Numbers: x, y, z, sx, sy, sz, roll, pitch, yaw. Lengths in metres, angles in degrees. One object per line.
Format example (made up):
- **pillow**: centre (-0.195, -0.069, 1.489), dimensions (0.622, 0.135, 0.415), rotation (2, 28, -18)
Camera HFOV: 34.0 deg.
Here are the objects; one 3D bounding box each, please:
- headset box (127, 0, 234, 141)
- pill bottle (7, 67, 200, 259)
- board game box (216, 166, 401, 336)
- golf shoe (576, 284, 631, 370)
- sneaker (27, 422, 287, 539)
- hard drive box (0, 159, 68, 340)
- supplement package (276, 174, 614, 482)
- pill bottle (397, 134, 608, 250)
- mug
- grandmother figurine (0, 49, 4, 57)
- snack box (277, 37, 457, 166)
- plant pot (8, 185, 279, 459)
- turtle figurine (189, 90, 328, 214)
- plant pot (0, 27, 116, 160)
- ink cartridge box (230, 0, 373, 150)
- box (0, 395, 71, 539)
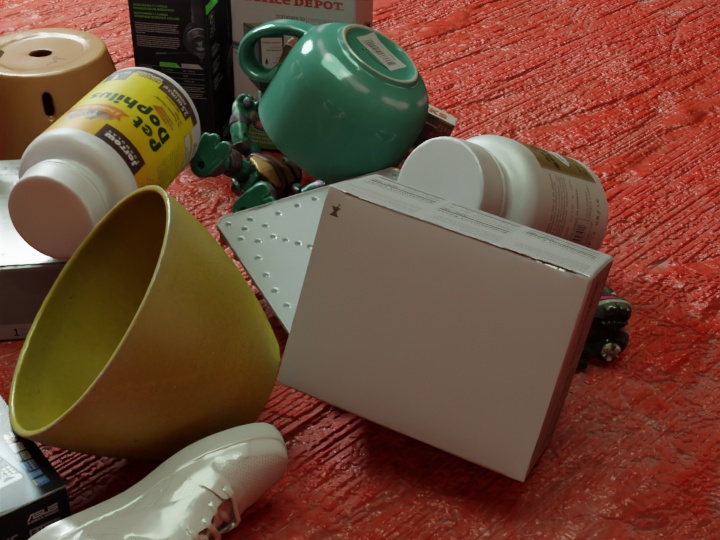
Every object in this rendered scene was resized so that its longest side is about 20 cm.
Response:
- **headset box**: centre (-0.188, -0.262, 1.349), dimensions (0.092, 0.202, 0.175), rotation (6, 32, 10)
- **pill bottle**: centre (-0.222, -0.093, 1.025), dimensions (0.108, 0.110, 0.200), rotation (8, 33, 13)
- **board game box**: centre (0.000, 0.000, 1.056), dimensions (0.199, 0.026, 0.200), rotation (-18, 52, -26)
- **golf shoe**: centre (0.127, 0.040, 0.994), dimensions (0.198, 0.078, 0.088), rotation (1, 32, -16)
- **sneaker**: centre (-0.113, 0.186, 0.772), dimensions (0.199, 0.074, 0.115), rotation (-28, 42, -22)
- **hard drive box**: centre (-0.279, -0.027, 1.094), dimensions (0.154, 0.077, 0.201), rotation (-3, 32, -4)
- **supplement package**: centre (0.063, 0.036, 0.873), dimensions (0.199, 0.157, 0.111), rotation (20, 14, 16)
- **pill bottle**: centre (0.124, -0.058, 1.034), dimensions (0.114, 0.115, 0.199), rotation (28, 13, 37)
- **mug**: centre (-0.022, -0.175, 1.154), dimensions (0.184, 0.115, 0.153), rotation (19, 37, -26)
- **grandmother figurine**: centre (-0.396, -0.119, 1.150), dimensions (0.060, 0.202, 0.121), rotation (11, 0, -24)
- **snack box**: centre (0.000, -0.173, 1.262), dimensions (0.199, 0.072, 0.024), rotation (26, 33, -1)
- **plant pot**: centre (-0.145, 0.060, 0.872), dimensions (0.142, 0.200, 0.201), rotation (33, 20, -28)
- **turtle figurine**: centre (-0.090, -0.104, 1.194), dimensions (0.149, 0.101, 0.200), rotation (30, 21, 11)
- **plant pot**: centre (-0.333, -0.170, 1.262), dimensions (0.198, 0.141, 0.201), rotation (0, 31, 0)
- **ink cartridge box**: centre (-0.065, -0.238, 1.307), dimensions (0.145, 0.202, 0.084), rotation (8, 33, 12)
- **box**: centre (-0.318, 0.148, 0.843), dimensions (0.157, 0.050, 0.200), rotation (-20, 37, -29)
